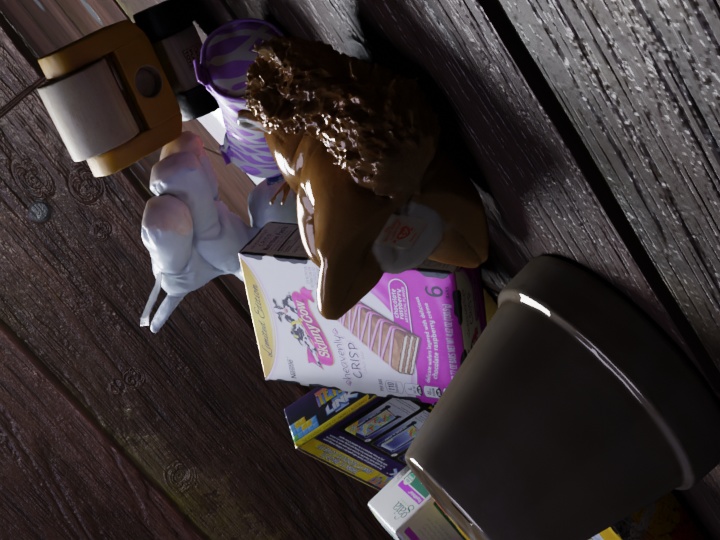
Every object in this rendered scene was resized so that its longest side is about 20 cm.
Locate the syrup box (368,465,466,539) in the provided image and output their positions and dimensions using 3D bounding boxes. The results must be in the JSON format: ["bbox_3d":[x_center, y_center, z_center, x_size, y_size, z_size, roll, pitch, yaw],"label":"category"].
[{"bbox_3d":[0.112,0.210,1.217,0.082,0.200,0.079,52,171,-21],"label":"syrup box"}]

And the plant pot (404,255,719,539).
[{"bbox_3d":[0.132,0.119,0.858,0.200,0.173,0.200,47,171,9],"label":"plant pot"}]

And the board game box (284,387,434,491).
[{"bbox_3d":[0.041,0.159,1.292,0.200,0.165,0.057,38,-156,-49],"label":"board game box"}]

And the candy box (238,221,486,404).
[{"bbox_3d":[0.004,0.036,1.019,0.199,0.061,0.137,5,122,25],"label":"candy box"}]

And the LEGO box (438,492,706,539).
[{"bbox_3d":[0.188,0.229,1.093,0.200,0.077,0.149,-12,123,49],"label":"LEGO box"}]

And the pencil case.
[{"bbox_3d":[-0.096,-0.150,1.068,0.200,0.085,0.084,91,169,-72],"label":"pencil case"}]

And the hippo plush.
[{"bbox_3d":[-0.129,-0.034,1.192,0.160,0.201,0.159,7,172,-1],"label":"hippo plush"}]

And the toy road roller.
[{"bbox_3d":[-0.243,-0.183,1.197,0.146,0.200,0.123,-3,117,47],"label":"toy road roller"}]

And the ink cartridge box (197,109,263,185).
[{"bbox_3d":[-0.113,-0.145,1.286,0.163,0.057,0.200,49,175,-2],"label":"ink cartridge box"}]

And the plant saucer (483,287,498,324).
[{"bbox_3d":[0.081,0.042,1.154,0.200,0.048,0.200,50,170,-10],"label":"plant saucer"}]

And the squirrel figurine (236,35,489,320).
[{"bbox_3d":[-0.013,-0.096,0.878,0.187,0.141,0.200,54,162,40],"label":"squirrel figurine"}]
